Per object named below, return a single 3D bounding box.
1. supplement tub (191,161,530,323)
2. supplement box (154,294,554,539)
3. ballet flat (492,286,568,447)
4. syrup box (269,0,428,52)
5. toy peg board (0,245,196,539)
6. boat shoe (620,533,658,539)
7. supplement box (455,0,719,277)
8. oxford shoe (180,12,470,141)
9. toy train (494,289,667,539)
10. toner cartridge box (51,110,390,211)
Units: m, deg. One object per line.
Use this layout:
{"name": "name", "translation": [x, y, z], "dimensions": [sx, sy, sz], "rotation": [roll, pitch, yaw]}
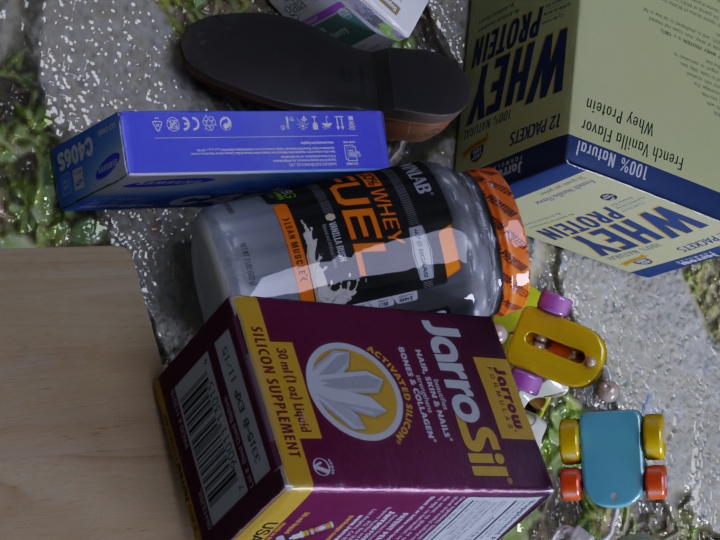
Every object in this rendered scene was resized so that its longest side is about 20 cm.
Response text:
{"name": "supplement tub", "translation": [0.000, 0.000, 1.373], "dimensions": [0.199, 0.123, 0.123], "rotation": [-13, 85, -13]}
{"name": "supplement box", "translation": [-0.004, 0.100, 1.279], "dimensions": [0.199, 0.103, 0.131], "rotation": [5, 53, -37]}
{"name": "ballet flat", "translation": [0.108, 0.094, 1.496], "dimensions": [0.067, 0.067, 0.201], "rotation": [41, 58, -27]}
{"name": "syrup box", "translation": [0.022, -0.248, 1.516], "dimensions": [0.081, 0.079, 0.201], "rotation": [38, 59, -22]}
{"name": "toy peg board", "translation": [-0.218, 0.098, 1.265], "dimensions": [0.199, 0.098, 0.200], "rotation": [-2, 64, -37]}
{"name": "boat shoe", "translation": [0.194, 0.290, 1.515], "dimensions": [0.071, 0.070, 0.202], "rotation": [35, 57, -46]}
{"name": "supplement box", "translation": [0.189, -0.125, 1.567], "dimensions": [0.199, 0.134, 0.201], "rotation": [18, 68, -31]}
{"name": "oxford shoe", "translation": [-0.030, -0.120, 1.459], "dimensions": [0.199, 0.071, 0.072], "rotation": [13, 59, -15]}
{"name": "toy train", "translation": [0.114, 0.101, 1.432], "dimensions": [0.150, 0.056, 0.200], "rotation": [-43, 78, 7]}
{"name": "toner cartridge box", "translation": [-0.088, -0.071, 1.384], "dimensions": [0.199, 0.095, 0.043], "rotation": [-3, 79, -35]}
